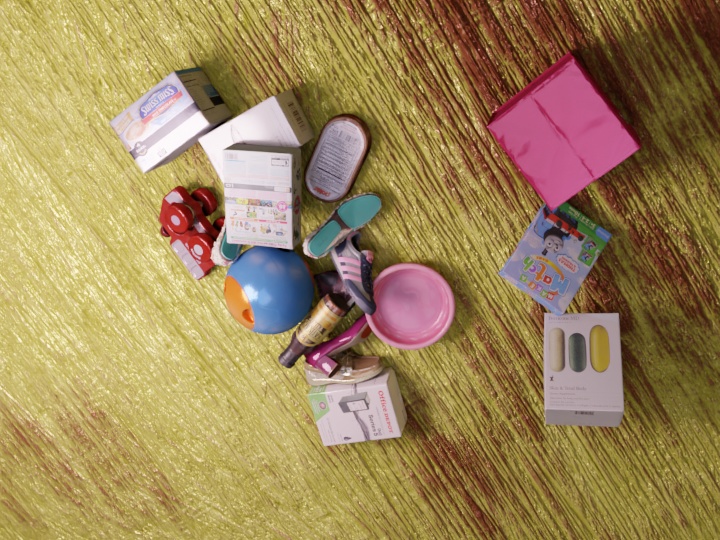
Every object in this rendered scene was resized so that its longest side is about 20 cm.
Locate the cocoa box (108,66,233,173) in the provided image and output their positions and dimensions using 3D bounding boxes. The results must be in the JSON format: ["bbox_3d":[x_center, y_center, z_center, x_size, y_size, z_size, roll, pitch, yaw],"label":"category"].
[{"bbox_3d":[-0.405,-0.325,1.608,0.200,0.133,0.131,-30,100,21],"label":"cocoa box"}]

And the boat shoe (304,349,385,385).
[{"bbox_3d":[-0.043,0.224,1.758,0.199,0.074,0.067,-12,112,17],"label":"boat shoe"}]

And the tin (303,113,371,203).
[{"bbox_3d":[-0.052,-0.239,1.611,0.112,0.042,0.201,28,114,6],"label":"tin"}]

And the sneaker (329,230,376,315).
[{"bbox_3d":[0.000,0.000,1.627,0.082,0.070,0.200,-34,65,14],"label":"sneaker"}]

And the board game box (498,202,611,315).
[{"bbox_3d":[0.396,-0.033,1.524,0.151,0.037,0.200,35,80,-1],"label":"board game box"}]

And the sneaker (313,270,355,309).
[{"bbox_3d":[-0.082,0.068,1.721,0.116,0.076,0.200,45,108,6],"label":"sneaker"}]

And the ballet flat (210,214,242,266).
[{"bbox_3d":[-0.280,-0.094,1.651,0.076,0.200,0.064,38,144,-23],"label":"ballet flat"}]

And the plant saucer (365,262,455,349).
[{"bbox_3d":[0.110,0.075,1.670,0.200,0.051,0.201,2,106,6],"label":"plant saucer"}]

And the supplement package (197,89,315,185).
[{"bbox_3d":[-0.217,-0.282,1.589,0.199,0.117,0.117,-24,103,21],"label":"supplement package"}]

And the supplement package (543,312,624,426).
[{"bbox_3d":[0.455,0.205,1.542,0.151,0.151,0.201,-1,67,14],"label":"supplement package"}]

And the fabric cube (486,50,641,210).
[{"bbox_3d":[0.380,-0.268,1.412,0.200,0.196,0.200,-37,96,23],"label":"fabric cube"}]

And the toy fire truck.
[{"bbox_3d":[-0.389,-0.086,1.716,0.168,0.112,0.200,-30,100,40],"label":"toy fire truck"}]

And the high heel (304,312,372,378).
[{"bbox_3d":[-0.045,0.144,1.721,0.096,0.067,0.200,38,82,25],"label":"high heel"}]

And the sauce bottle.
[{"bbox_3d":[-0.108,0.138,1.667,0.066,0.066,0.200,38,108,-3],"label":"sauce bottle"}]

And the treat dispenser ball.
[{"bbox_3d":[-0.201,0.041,1.659,0.200,0.201,0.202,4,111,12],"label":"treat dispenser ball"}]

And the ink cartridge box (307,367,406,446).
[{"bbox_3d":[-0.005,0.324,1.780,0.199,0.084,0.146,-11,107,17],"label":"ink cartridge box"}]

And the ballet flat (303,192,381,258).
[{"bbox_3d":[-0.045,-0.104,1.621,0.200,0.064,0.076,-36,106,-6],"label":"ballet flat"}]

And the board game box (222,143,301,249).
[{"bbox_3d":[-0.200,-0.152,1.539,0.147,0.064,0.201,6,112,11],"label":"board game box"}]
